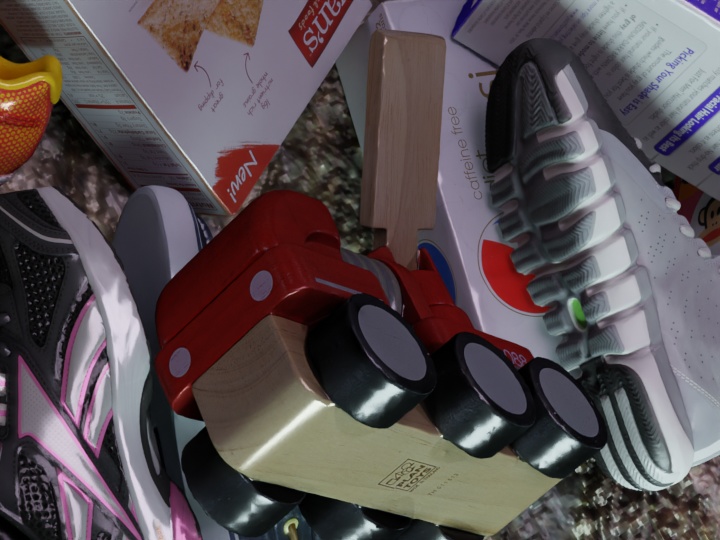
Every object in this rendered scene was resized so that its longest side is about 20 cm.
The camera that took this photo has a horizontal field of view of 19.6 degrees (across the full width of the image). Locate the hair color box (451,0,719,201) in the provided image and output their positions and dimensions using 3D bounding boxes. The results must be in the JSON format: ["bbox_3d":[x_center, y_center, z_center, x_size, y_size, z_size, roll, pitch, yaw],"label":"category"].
[{"bbox_3d":[0.154,-0.098,0.925,0.200,0.109,0.065,32,61,-6],"label":"hair color box"}]

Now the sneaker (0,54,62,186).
[{"bbox_3d":[-0.210,-0.113,0.838,0.200,0.073,0.077,32,106,-13],"label":"sneaker"}]

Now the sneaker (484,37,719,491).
[{"bbox_3d":[0.132,-0.012,0.918,0.115,0.075,0.200,-16,89,-28],"label":"sneaker"}]

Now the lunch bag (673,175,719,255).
[{"bbox_3d":[0.252,-0.018,1.033,0.200,0.082,0.177,18,65,-16],"label":"lunch bag"}]

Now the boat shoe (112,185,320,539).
[{"bbox_3d":[-0.051,0.062,0.889,0.091,0.071,0.201,-1,75,-32],"label":"boat shoe"}]

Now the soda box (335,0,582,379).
[{"bbox_3d":[0.053,-0.025,0.961,0.068,0.064,0.200,-10,76,-26],"label":"soda box"}]

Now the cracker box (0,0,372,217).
[{"bbox_3d":[-0.089,-0.137,0.887,0.200,0.058,0.134,54,55,-38],"label":"cracker box"}]

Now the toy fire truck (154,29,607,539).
[{"bbox_3d":[0.000,0.000,0.851,0.176,0.129,0.200,20,36,-47],"label":"toy fire truck"}]

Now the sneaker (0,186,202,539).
[{"bbox_3d":[-0.125,0.062,0.807,0.086,0.080,0.200,-14,75,-28],"label":"sneaker"}]
